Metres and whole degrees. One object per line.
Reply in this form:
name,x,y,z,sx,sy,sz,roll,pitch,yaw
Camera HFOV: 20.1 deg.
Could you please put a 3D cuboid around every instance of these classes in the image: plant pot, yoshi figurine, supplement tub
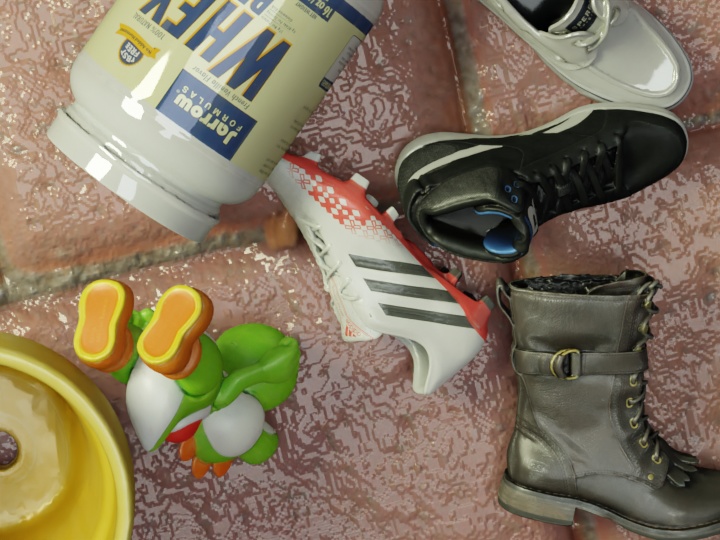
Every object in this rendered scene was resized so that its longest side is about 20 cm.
plant pot,-0.240,0.130,1.295,0.199,0.189,0.202,-1,98,-4
yoshi figurine,-0.099,0.056,1.318,0.112,0.200,0.113,-32,57,4
supplement tub,-0.094,-0.134,1.291,0.145,0.145,0.201,35,94,-9

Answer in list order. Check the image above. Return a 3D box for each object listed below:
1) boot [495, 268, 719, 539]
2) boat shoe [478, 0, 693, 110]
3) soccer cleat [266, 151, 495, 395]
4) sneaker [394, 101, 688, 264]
boot,0.183,0.086,1.373,0.198,0.069,0.175,4,107,-3
boat shoe,0.140,-0.171,1.345,0.200,0.066,0.072,39,93,-9
soccer cleat,0.000,0.000,1.356,0.200,0.069,0.085,41,78,-14
sneaker,0.125,-0.049,1.333,0.198,0.112,0.074,-9,120,0
